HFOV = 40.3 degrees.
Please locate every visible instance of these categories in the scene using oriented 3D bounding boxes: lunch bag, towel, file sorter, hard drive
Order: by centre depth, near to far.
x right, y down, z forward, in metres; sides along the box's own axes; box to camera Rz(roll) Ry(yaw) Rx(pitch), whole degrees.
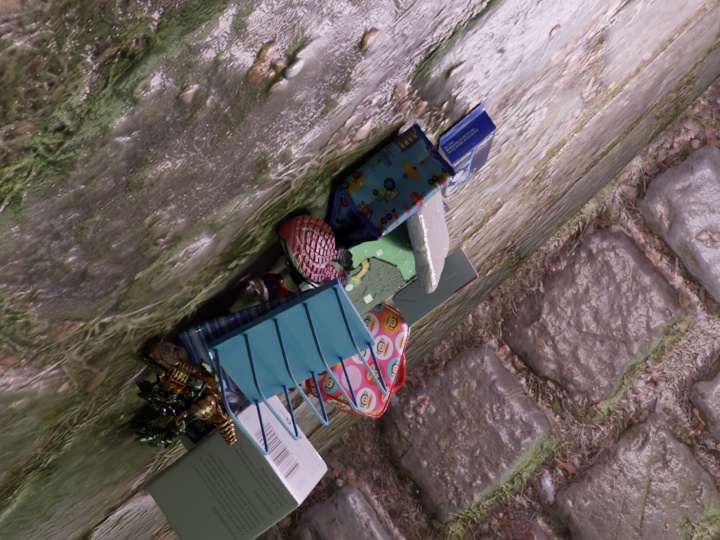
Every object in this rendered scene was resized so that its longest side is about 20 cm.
[{"bbox_3d":[-0.079,0.136,1.315,0.198,0.123,0.139,-27,134,5],"label":"file sorter"},{"bbox_3d":[-0.139,0.104,1.360,0.197,0.024,0.146,-18,135,-5],"label":"towel"},{"bbox_3d":[0.028,-0.102,1.402,0.150,0.094,0.200,-40,180,-17],"label":"lunch bag"},{"bbox_3d":[0.104,-0.064,1.527,0.034,0.134,0.200,-7,-159,15],"label":"towel"},{"bbox_3d":[0.000,0.000,1.541,0.199,0.038,0.140,-35,134,-5],"label":"hard drive"},{"bbox_3d":[0.008,0.153,1.729,0.082,0.175,0.203,-4,-119,57],"label":"lunch bag"}]

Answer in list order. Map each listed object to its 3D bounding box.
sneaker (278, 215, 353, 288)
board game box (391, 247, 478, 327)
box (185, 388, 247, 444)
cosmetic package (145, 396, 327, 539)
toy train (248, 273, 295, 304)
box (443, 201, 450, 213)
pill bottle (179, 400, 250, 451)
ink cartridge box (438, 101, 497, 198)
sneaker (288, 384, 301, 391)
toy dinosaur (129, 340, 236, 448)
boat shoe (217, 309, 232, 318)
[{"bbox_3d":[-0.074,-0.019,1.364,0.200,0.074,0.082,52,54,-66],"label":"sneaker"},{"bbox_3d":[0.132,0.028,1.729,0.147,0.065,0.200,-35,179,4],"label":"board game box"},{"bbox_3d":[-0.189,0.175,1.561,0.200,0.044,0.160,-47,-176,-37],"label":"box"},{"bbox_3d":[-0.189,0.323,1.526,0.199,0.166,0.165,-37,178,16],"label":"cosmetic package"},{"bbox_3d":[-0.089,0.049,1.390,0.114,0.086,0.200,3,165,3],"label":"toy train"},{"bbox_3d":[0.057,-0.060,1.666,0.161,0.049,0.199,-46,168,22],"label":"box"},{"bbox_3d":[-0.236,0.268,1.724,0.112,0.113,0.200,-45,166,15],"label":"pill bottle"},{"bbox_3d":[0.168,-0.191,1.591,0.099,0.039,0.200,-39,166,-8],"label":"ink cartridge box"},{"bbox_3d":[-0.089,0.142,1.806,0.200,0.086,0.080,-49,167,26],"label":"sneaker"},{"bbox_3d":[-0.237,0.180,1.335,0.134,0.202,0.102,-26,-163,17],"label":"toy dinosaur"},{"bbox_3d":[-0.210,0.123,1.451,0.069,0.057,0.200,-44,174,-42],"label":"boat shoe"}]
